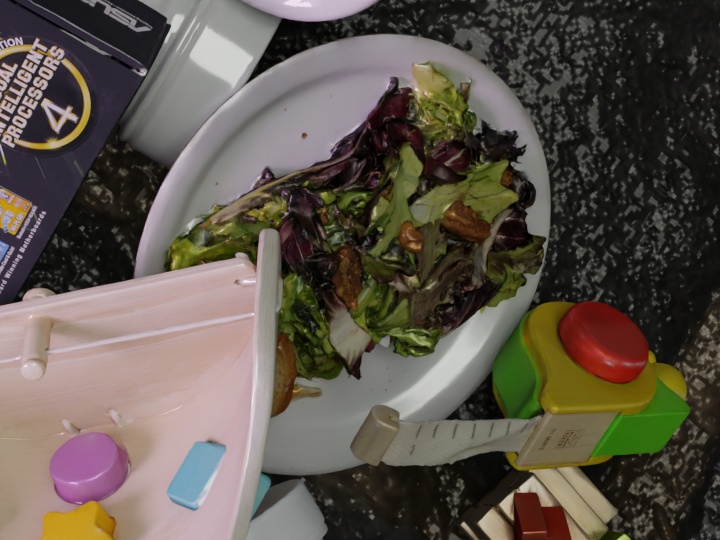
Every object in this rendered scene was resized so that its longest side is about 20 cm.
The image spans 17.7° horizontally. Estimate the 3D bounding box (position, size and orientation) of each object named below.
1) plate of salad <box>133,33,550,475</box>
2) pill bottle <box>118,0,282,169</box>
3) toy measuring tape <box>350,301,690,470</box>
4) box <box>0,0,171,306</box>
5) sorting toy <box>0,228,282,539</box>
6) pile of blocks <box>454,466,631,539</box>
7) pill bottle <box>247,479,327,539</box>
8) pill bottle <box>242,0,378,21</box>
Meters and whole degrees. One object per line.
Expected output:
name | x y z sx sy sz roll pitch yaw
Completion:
plate of salad | 0.000 0.000 0.966 0.199 0.048 0.202 -12 118 -25
pill bottle | -0.134 -0.130 0.951 0.199 0.114 0.115 31 82 -9
toy measuring tape | 0.064 0.048 0.984 0.199 0.073 0.074 0 87 -40
box | -0.189 -0.056 0.911 0.160 0.049 0.200 31 123 -8
sorting toy | -0.114 0.098 0.866 0.198 0.107 0.181 -11 47 10
pile of blocks | 0.109 0.174 1.010 0.081 0.062 0.202 -18 91 -12
pill bottle | -0.010 0.193 0.959 0.112 0.112 0.201 -30 93 -11
pill bottle | 0.010 -0.194 0.946 0.111 0.111 0.200 44 41 -6
